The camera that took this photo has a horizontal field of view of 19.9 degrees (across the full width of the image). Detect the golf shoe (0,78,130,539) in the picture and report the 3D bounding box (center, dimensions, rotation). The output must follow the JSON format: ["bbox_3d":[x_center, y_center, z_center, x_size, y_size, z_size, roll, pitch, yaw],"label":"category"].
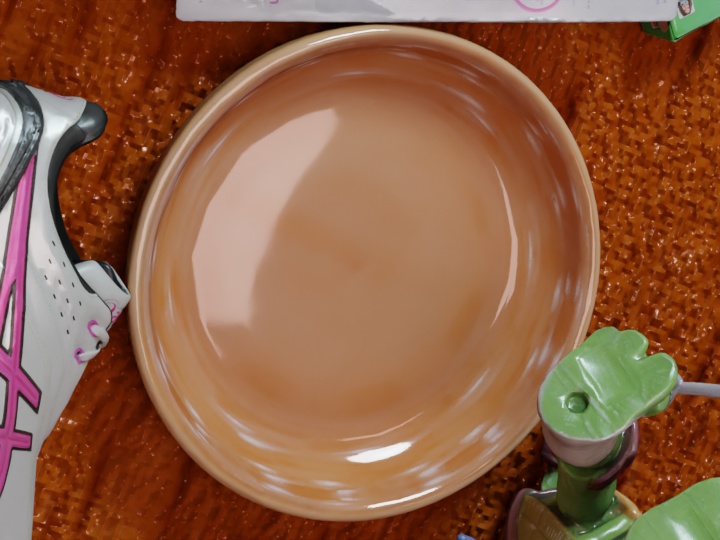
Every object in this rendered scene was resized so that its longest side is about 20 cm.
[{"bbox_3d":[-0.128,0.031,0.752,0.092,0.073,0.201,-4,105,-11],"label":"golf shoe"}]

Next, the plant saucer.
[{"bbox_3d":[0.000,0.000,0.822,0.199,0.037,0.201,-5,105,-20],"label":"plant saucer"}]

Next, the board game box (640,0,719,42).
[{"bbox_3d":[0.187,-0.198,0.850,0.199,0.029,0.135,-27,113,-14],"label":"board game box"}]

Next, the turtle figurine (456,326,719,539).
[{"bbox_3d":[0.133,0.092,0.823,0.199,0.194,0.145,6,71,6],"label":"turtle figurine"}]

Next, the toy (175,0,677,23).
[{"bbox_3d":[0.026,-0.156,0.787,0.199,0.047,0.116,-3,108,-16],"label":"toy"}]
